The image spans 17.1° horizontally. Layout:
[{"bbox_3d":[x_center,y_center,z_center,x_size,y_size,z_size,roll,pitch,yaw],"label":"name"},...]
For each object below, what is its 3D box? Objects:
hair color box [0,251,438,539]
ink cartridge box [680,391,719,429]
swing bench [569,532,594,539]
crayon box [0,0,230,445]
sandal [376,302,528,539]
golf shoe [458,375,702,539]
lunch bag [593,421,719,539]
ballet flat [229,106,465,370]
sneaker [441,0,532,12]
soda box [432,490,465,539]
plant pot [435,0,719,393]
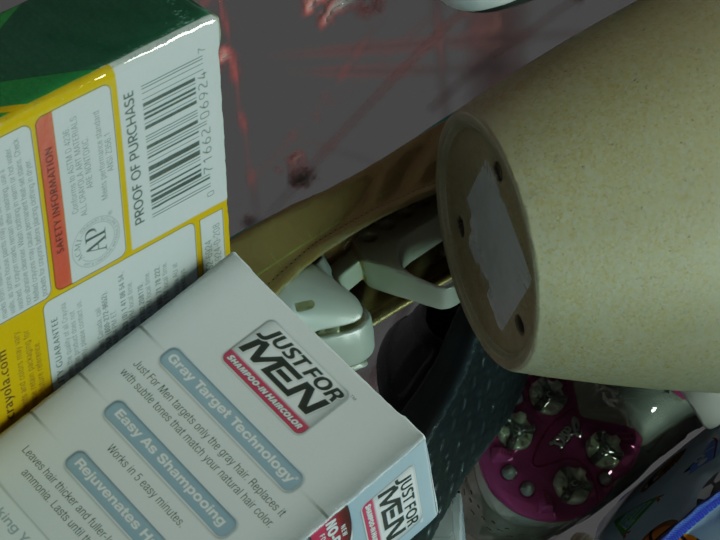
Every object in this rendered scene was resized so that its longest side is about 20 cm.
[{"bbox_3d":[-0.082,0.096,0.762,0.200,0.099,0.061,-39,152,-16],"label":"hair color box"},{"bbox_3d":[0.171,-0.044,1.015,0.200,0.067,0.117,-45,121,-13],"label":"ink cartridge box"},{"bbox_3d":[0.144,0.238,1.200,0.199,0.130,0.200,-6,124,-40],"label":"swing bench"},{"bbox_3d":[-0.133,0.000,0.746,0.200,0.052,0.126,-31,139,-30],"label":"crayon box"},{"bbox_3d":[0.023,0.052,0.948,0.201,0.048,0.076,-55,151,-41],"label":"sandal"},{"bbox_3d":[0.111,0.061,1.076,0.200,0.075,0.092,-30,164,-35],"label":"golf shoe"},{"bbox_3d":[0.196,0.104,0.994,0.200,0.124,0.170,-44,180,14],"label":"lunch bag"},{"bbox_3d":[0.000,0.000,0.888,0.200,0.063,0.069,-35,143,-24],"label":"ballet flat"},{"bbox_3d":[0.108,-0.124,0.900,0.200,0.071,0.099,-38,137,-28],"label":"sneaker"},{"bbox_3d":[0.015,0.193,1.014,0.068,0.064,0.201,-2,119,3],"label":"soda box"},{"bbox_3d":[0.136,-0.031,0.853,0.199,0.188,0.188,-12,131,-17],"label":"plant pot"}]
